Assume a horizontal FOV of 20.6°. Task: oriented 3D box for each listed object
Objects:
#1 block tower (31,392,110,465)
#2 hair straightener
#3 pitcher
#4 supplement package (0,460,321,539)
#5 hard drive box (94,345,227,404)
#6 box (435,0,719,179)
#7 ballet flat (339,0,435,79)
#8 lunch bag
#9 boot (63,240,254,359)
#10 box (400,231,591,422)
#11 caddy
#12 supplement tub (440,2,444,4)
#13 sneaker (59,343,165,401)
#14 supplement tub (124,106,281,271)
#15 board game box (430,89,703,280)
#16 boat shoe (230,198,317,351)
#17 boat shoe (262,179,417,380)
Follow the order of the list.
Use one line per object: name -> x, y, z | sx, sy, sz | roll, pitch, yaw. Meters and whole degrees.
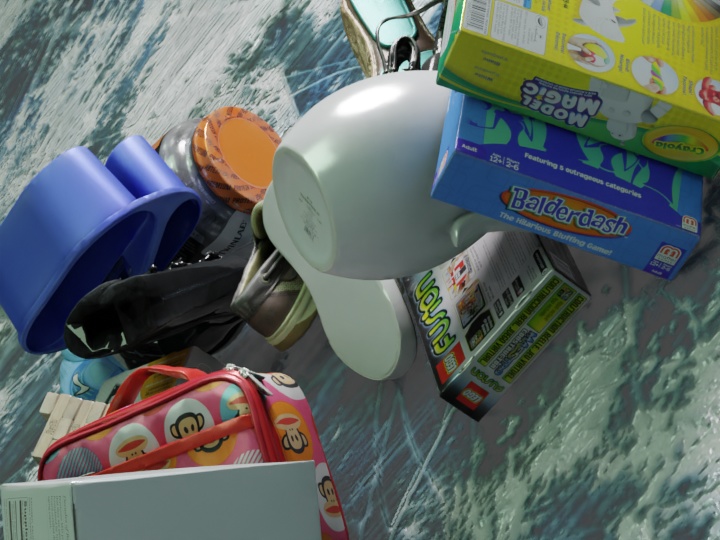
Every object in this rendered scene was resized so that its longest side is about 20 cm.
block tower -> -0.134, 0.135, 1.386 | 0.198, 0.054, 0.058 | 9, 60, 24
hair straightener -> 0.036, -0.116, 1.360 | 0.041, 0.077, 0.201 | -32, 39, 45
pitcher -> 0.063, -0.056, 1.205 | 0.199, 0.122, 0.172 | -21, 42, -22
supplement package -> -0.108, 0.215, 1.129 | 0.111, 0.155, 0.202 | -12, 82, 58
hard drive box -> -0.169, 0.173, 1.501 | 0.155, 0.077, 0.201 | -23, 41, 53
box -> 0.147, -0.128, 1.142 | 0.049, 0.198, 0.118 | 114, 171, -46
ballet flat -> 0.036, -0.144, 1.482 | 0.070, 0.066, 0.201 | -15, 46, -3
lunch bag -> -0.113, 0.145, 1.289 | 0.199, 0.082, 0.178 | -24, 76, 30
boot -> -0.153, 0.039, 1.524 | 0.165, 0.066, 0.200 | -40, -8, 33
box -> 0.080, 0.000, 1.289 | 0.110, 0.035, 0.200 | -49, 24, 17
caddy -> -0.210, -0.013, 1.582 | 0.141, 0.105, 0.200 | -17, -27, -50
supplement tub -> 0.087, -0.267, 1.481 | 0.146, 0.145, 0.200 | -55, 23, 2
sneaker -> -0.209, 0.101, 1.707 | 0.200, 0.078, 0.091 | -1, 77, 66
supplement tub -> -0.152, -0.048, 1.695 | 0.200, 0.122, 0.123 | -36, 30, 39
board game box -> 0.129, -0.102, 1.175 | 0.045, 0.151, 0.201 | 117, 168, -47
boat shoe -> -0.051, -0.033, 1.501 | 0.072, 0.066, 0.202 | -35, 31, 43
boat shoe -> 0.000, 0.000, 1.396 | 0.071, 0.063, 0.200 | -61, 42, 30
